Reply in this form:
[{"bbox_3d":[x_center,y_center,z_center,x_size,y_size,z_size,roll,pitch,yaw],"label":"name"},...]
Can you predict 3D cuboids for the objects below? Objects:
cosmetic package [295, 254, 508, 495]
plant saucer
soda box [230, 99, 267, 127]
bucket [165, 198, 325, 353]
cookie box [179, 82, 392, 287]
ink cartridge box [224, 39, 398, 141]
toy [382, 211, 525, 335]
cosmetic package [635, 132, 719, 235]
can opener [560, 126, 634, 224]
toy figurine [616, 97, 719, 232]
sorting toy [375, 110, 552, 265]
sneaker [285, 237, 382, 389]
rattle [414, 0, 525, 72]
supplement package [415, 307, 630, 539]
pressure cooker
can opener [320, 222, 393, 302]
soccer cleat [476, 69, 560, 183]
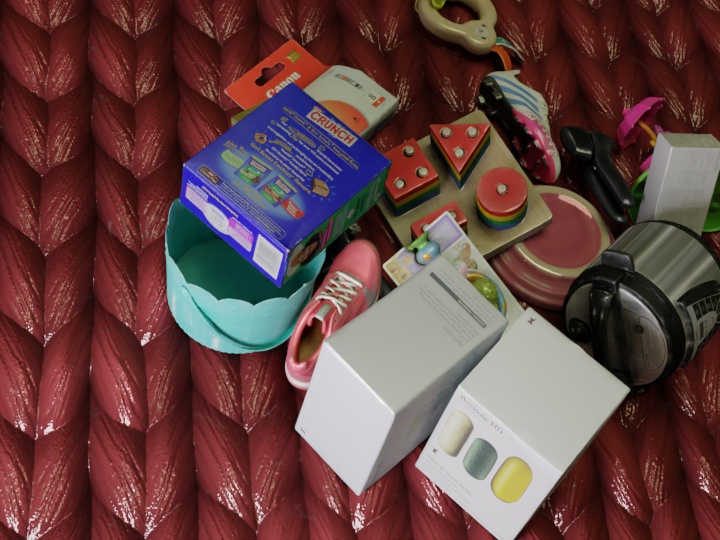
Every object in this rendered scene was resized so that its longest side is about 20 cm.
[{"bbox_3d":[0.045,0.124,1.488,0.199,0.200,0.123,-34,69,-31],"label":"cosmetic package"},{"bbox_3d":[0.266,-0.041,1.752,0.197,0.051,0.203,7,56,-10],"label":"plant saucer"},{"bbox_3d":[-0.087,-0.147,1.687,0.067,0.065,0.199,-30,50,-30],"label":"soda box"},{"bbox_3d":[-0.146,-0.007,1.566,0.204,0.135,0.210,6,55,-9],"label":"bucket"},{"bbox_3d":[-0.088,-0.106,1.519,0.171,0.076,0.200,39,55,14],"label":"cookie box"},{"bbox_3d":[-0.068,-0.247,1.805,0.199,0.050,0.162,41,56,10],"label":"ink cartridge box"},{"bbox_3d":[0.133,0.035,1.616,0.115,0.047,0.201,-39,88,-12],"label":"toy"},{"bbox_3d":[0.426,-0.085,1.733,0.081,0.203,0.051,1,29,-13],"label":"cosmetic package"},{"bbox_3d":[0.337,-0.131,1.791,0.077,0.064,0.201,-1,41,-15],"label":"can opener"},{"bbox_3d":[0.451,-0.167,1.854,0.198,0.150,0.186,18,40,-30],"label":"toy figurine"},{"bbox_3d":[0.126,-0.111,1.711,0.197,0.070,0.201,-27,63,-8],"label":"sorting toy"},{"bbox_3d":[-0.030,0.050,1.546,0.073,0.087,0.202,25,80,11],"label":"sneaker"},{"bbox_3d":[0.183,-0.401,1.926,0.129,0.144,0.200,-14,53,-44],"label":"rattle"},{"bbox_3d":[0.184,0.184,1.483,0.151,0.201,0.150,39,56,13],"label":"supplement package"},{"bbox_3d":[0.356,0.053,1.633,0.176,0.179,0.199,49,53,6],"label":"pressure cooker"},{"bbox_3d":[0.000,0.000,1.645,0.079,0.063,0.200,-50,62,9],"label":"can opener"},{"bbox_3d":[0.250,-0.218,1.855,0.085,0.070,0.201,-19,63,-25],"label":"soccer cleat"}]
